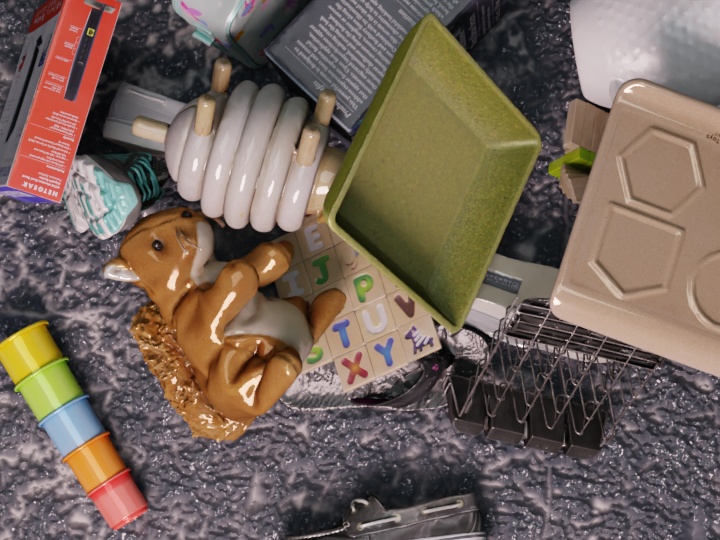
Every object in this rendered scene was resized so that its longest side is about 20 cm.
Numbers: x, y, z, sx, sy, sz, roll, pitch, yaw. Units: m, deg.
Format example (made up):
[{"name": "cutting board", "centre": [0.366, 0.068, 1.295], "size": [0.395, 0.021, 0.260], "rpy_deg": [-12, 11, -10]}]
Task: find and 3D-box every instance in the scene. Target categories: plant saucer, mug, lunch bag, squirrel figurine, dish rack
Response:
[{"name": "plant saucer", "centre": [0.053, -0.079, 1.293], "size": [0.048, 0.200, 0.200], "rpy_deg": [11, 69, 43]}, {"name": "mug", "centre": [0.275, -0.189, 1.333], "size": [0.174, 0.148, 0.201], "rpy_deg": [-8, 49, 14]}, {"name": "lunch bag", "centre": [-0.092, -0.263, 1.362], "size": [0.077, 0.200, 0.161], "rpy_deg": [37, 91, 9]}, {"name": "squirrel figurine", "centre": [-0.142, 0.044, 1.340], "size": [0.186, 0.142, 0.200], "rpy_deg": [38, 129, -3]}, {"name": "dish rack", "centre": [0.167, 0.082, 1.300], "size": [0.153, 0.200, 0.055], "rpy_deg": [12, 47, -10]}]

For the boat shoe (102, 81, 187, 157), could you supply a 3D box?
[{"name": "boat shoe", "centre": [-0.138, -0.132, 1.426], "size": [0.199, 0.072, 0.069], "rpy_deg": [12, 87, 15]}]

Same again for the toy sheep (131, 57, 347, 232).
[{"name": "toy sheep", "centre": [-0.093, -0.099, 1.290], "size": [0.199, 0.138, 0.139], "rpy_deg": [20, 87, 3]}]

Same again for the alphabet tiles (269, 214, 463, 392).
[{"name": "alphabet tiles", "centre": [0.000, 0.000, 1.386], "size": [0.166, 0.006, 0.201], "rpy_deg": [-26, 65, 18]}]

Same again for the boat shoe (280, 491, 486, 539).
[{"name": "boat shoe", "centre": [0.013, 0.235, 1.380], "size": [0.199, 0.072, 0.071], "rpy_deg": [-5, 75, -5]}]

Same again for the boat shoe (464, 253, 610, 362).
[{"name": "boat shoe", "centre": [0.144, 0.032, 1.380], "size": [0.200, 0.072, 0.070], "rpy_deg": [23, 70, 13]}]

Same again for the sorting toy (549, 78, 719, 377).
[{"name": "sorting toy", "centre": [0.262, -0.030, 1.221], "size": [0.184, 0.036, 0.201], "rpy_deg": [20, 83, -2]}]

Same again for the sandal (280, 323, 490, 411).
[{"name": "sandal", "centre": [0.019, 0.096, 1.386], "size": [0.199, 0.048, 0.076], "rpy_deg": [-10, 97, 9]}]

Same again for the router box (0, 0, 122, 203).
[{"name": "router box", "centre": [-0.278, -0.152, 1.370], "size": [0.049, 0.200, 0.180], "rpy_deg": [18, 86, -20]}]

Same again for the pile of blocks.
[{"name": "pile of blocks", "centre": [0.206, -0.049, 1.379], "size": [0.082, 0.062, 0.201], "rpy_deg": [-5, 77, -32]}]

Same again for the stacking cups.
[{"name": "stacking cups", "centre": [-0.264, 0.145, 1.419], "size": [0.060, 0.061, 0.201], "rpy_deg": [-32, 88, 2]}]

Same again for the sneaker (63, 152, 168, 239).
[{"name": "sneaker", "centre": [-0.211, -0.078, 1.366], "size": [0.091, 0.200, 0.078], "rpy_deg": [-21, 103, -16]}]

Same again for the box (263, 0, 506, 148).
[{"name": "box", "centre": [0.027, -0.214, 1.372], "size": [0.107, 0.148, 0.200], "rpy_deg": [44, 90, 8]}]
